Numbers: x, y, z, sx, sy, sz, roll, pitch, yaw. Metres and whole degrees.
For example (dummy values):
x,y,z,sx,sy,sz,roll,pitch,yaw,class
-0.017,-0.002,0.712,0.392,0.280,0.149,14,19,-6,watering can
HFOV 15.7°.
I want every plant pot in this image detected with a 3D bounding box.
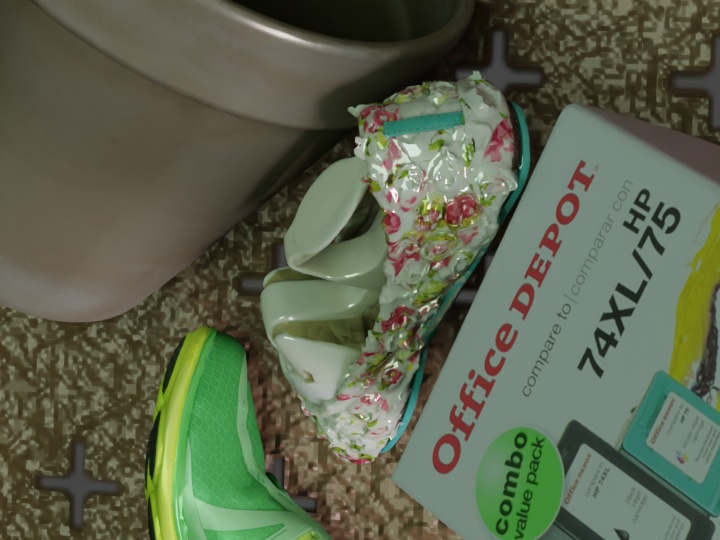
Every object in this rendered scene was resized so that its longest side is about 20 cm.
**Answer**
x,y,z,sx,sy,sz,roll,pitch,yaw,class
-0.086,-0.082,0.935,0.200,0.200,0.174,42,122,11,plant pot

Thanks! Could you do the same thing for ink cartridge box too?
x,y,z,sx,sy,sz,roll,pitch,yaw,class
0.144,0.060,0.840,0.200,0.146,0.147,35,105,43,ink cartridge box

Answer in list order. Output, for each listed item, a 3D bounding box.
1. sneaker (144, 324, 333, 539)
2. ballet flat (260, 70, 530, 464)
x,y,z,sx,sy,sz,roll,pitch,yaw,class
-0.035,0.118,0.987,0.083,0.074,0.200,-11,87,-7,sneaker
0.000,0.000,0.914,0.064,0.200,0.076,0,53,-19,ballet flat
